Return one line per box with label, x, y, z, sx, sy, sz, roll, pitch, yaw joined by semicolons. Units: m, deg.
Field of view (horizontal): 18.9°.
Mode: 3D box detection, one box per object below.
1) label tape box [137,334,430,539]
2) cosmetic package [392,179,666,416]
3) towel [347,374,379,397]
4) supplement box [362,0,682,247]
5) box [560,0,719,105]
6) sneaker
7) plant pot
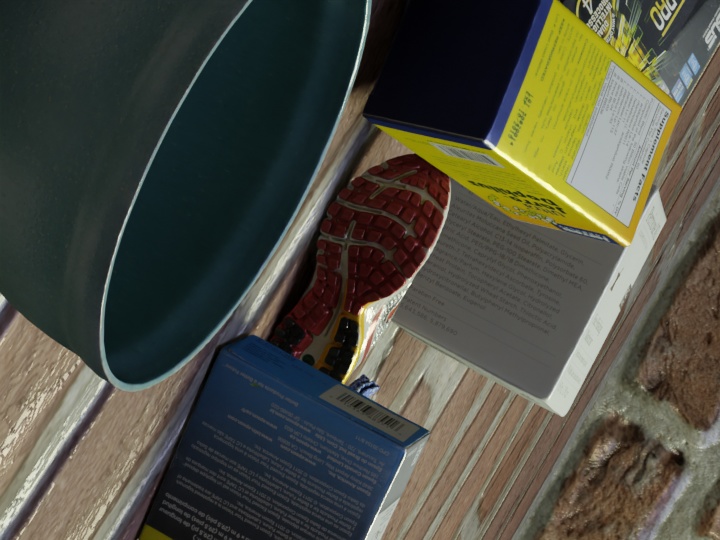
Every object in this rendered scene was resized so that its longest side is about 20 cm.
label tape box;-0.062;0.166;1.461;0.201;0.144;0.063;-65;168;15
cosmetic package;0.140;-0.006;1.823;0.201;0.164;0.165;-62;168;-1
towel;-0.051;0.144;1.594;0.145;0.024;0.200;-46;176;10
supplement box;0.112;-0.108;1.460;0.200;0.109;0.109;31;78;-49
box;0.224;-0.212;1.786;0.162;0.049;0.200;55;52;-29
sneaker;0.000;0.000;1.538;0.201;0.078;0.082;-57;173;18
plant pot;-0.102;-0.071;0.868;0.201;0.134;0.201;-57;165;-24
